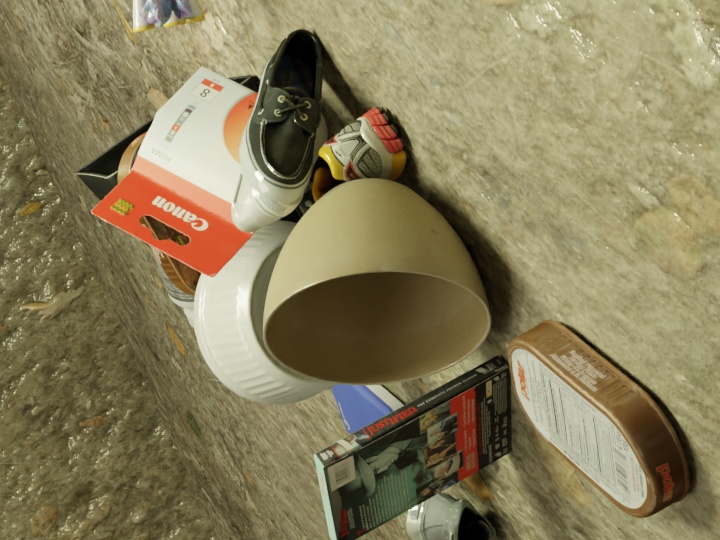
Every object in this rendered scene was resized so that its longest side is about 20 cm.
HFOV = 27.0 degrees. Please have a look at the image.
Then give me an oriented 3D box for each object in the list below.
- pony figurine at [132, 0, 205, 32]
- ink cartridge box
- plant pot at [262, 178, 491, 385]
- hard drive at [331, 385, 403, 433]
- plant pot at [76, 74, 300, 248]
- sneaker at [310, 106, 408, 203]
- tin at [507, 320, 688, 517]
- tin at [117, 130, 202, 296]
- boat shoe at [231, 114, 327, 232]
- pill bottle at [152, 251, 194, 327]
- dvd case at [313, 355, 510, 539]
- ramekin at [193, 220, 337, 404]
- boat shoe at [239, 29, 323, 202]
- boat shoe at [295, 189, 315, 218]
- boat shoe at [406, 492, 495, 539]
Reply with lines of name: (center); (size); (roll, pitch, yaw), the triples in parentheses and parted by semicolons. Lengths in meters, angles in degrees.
pony figurine: (-0.207, -0.341, 1.485); (0.193, 0.166, 0.200); (-47, -51, -73)
ink cartridge box: (-0.155, -0.105, 1.524); (0.162, 0.200, 0.050); (28, 147, 20)
plant pot: (0.010, -0.003, 1.344); (0.200, 0.200, 0.135); (91, 175, -58)
hard drive: (0.021, 0.185, 1.829); (0.200, 0.025, 0.132); (36, 149, 56)
plant pot: (-0.184, -0.097, 1.748); (0.178, 0.200, 0.199); (56, 165, -17)
sneaker: (-0.015, -0.083, 1.427); (0.078, 0.082, 0.200); (57, 163, 19)
tin: (0.185, 0.117, 1.205); (0.200, 0.042, 0.112); (42, 148, 49)
tin: (-0.184, -0.062, 1.618); (0.042, 0.112, 0.200); (4, 127, 57)
boat shoe: (-0.082, -0.106, 1.454); (0.072, 0.068, 0.200); (39, -147, -26)
pill bottle: (-0.231, -0.016, 2.119); (0.111, 0.111, 0.200); (42, 153, 50)
dvd case: (0.053, 0.172, 1.412); (0.022, 0.200, 0.146); (50, 160, 36)
ramekin: (-0.070, 0.042, 1.608); (0.094, 0.202, 0.203); (-10, 107, 59)
boat shoe: (-0.069, -0.148, 1.387); (0.200, 0.069, 0.057); (-88, 19, -44)
boat shoe: (0.000, 0.000, 1.547); (0.200, 0.060, 0.076); (59, 163, 13)
boat shoe: (0.108, 0.291, 1.641); (0.071, 0.070, 0.201); (11, 161, 23)
